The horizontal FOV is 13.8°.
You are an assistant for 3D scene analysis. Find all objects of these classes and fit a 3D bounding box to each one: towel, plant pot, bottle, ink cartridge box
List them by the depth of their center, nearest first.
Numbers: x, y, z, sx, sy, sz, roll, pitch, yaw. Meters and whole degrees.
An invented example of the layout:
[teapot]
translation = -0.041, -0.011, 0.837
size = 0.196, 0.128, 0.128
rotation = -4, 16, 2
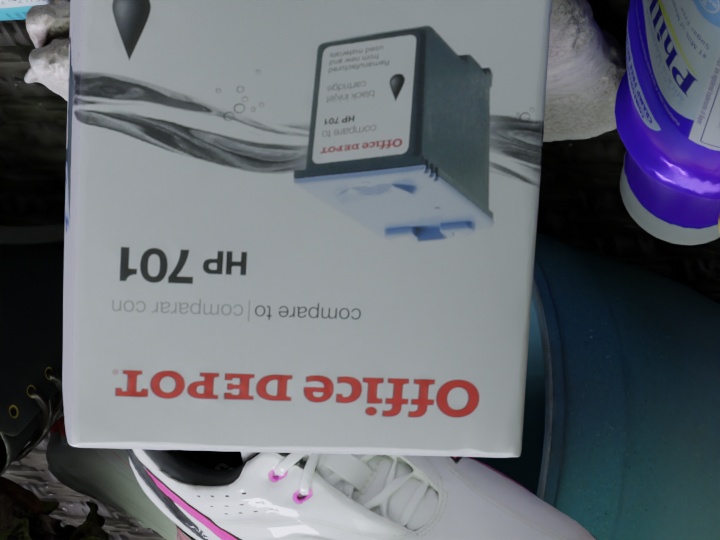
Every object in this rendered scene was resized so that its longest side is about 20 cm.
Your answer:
[ink cartridge box]
translation = -0.018, -0.048, 0.925
size = 0.146, 0.201, 0.086
rotation = 1, -170, -7
[bottle]
translation = 0.124, -0.078, 0.991
size = 0.065, 0.084, 0.200
rotation = -6, 152, -9
[towel]
translation = -0.009, -0.070, 1.050
size = 0.199, 0.035, 0.132
rotation = -6, 163, 19
[plant pot]
translation = 0.102, 0.089, 1.170
size = 0.187, 0.201, 0.200
rotation = 10, 151, -26

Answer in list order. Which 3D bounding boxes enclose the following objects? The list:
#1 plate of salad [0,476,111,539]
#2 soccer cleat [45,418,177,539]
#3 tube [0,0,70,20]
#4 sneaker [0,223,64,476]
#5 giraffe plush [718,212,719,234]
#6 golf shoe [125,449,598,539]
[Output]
[plate of salad]
translation = -0.175, 0.094, 1.178
size = 0.199, 0.200, 0.048
rotation = 24, 101, -16
[soccer cleat]
translation = -0.068, 0.088, 1.211
size = 0.200, 0.069, 0.078
rotation = -3, 109, 57
[tube]
translation = -0.043, -0.116, 1.030
size = 0.199, 0.051, 0.078
rotation = -1, 151, 14
[sneaker]
translation = -0.121, 0.040, 1.185
size = 0.199, 0.107, 0.075
rotation = 2, 139, -27
[giraffe plush]
translation = 0.207, 0.010, 0.929
size = 0.162, 0.200, 0.173
rotation = -1, 111, 35
[golf shoe]
translation = -0.005, 0.083, 1.024
size = 0.199, 0.073, 0.092
rotation = 14, 152, 35
